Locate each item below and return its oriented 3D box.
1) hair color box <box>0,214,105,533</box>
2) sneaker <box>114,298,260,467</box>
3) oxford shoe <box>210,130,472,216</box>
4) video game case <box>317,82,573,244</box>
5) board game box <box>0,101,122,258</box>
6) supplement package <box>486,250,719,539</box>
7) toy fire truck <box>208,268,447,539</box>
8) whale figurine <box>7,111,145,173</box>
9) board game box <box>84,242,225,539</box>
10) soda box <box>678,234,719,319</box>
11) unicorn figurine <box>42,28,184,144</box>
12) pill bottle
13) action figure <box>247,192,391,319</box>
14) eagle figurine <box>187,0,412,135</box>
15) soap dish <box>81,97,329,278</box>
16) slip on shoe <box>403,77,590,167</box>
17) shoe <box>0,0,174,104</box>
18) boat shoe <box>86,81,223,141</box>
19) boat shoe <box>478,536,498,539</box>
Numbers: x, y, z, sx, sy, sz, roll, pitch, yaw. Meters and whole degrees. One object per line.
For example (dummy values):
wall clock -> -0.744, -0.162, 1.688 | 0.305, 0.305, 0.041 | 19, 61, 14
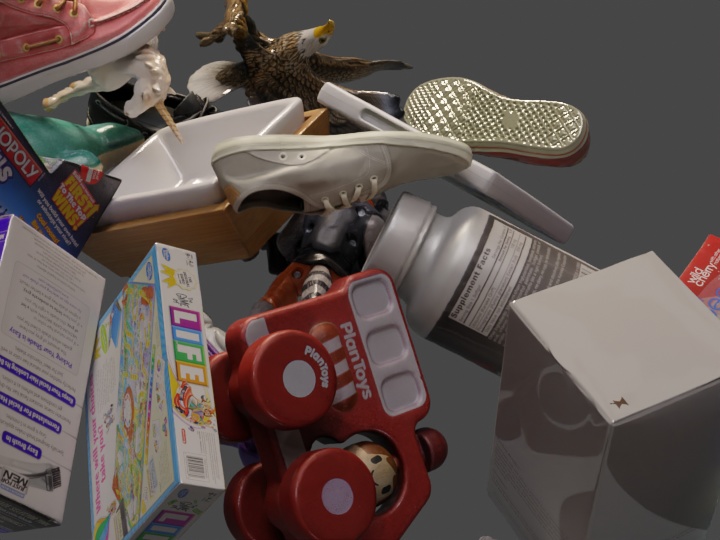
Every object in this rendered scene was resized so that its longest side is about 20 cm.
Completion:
hair color box -> -0.254, 0.075, 0.978 | 0.065, 0.109, 0.200 | -14, 56, 27
sneaker -> -0.132, 0.082, 1.050 | 0.200, 0.081, 0.083 | 30, 62, 32
oxford shoe -> -0.013, -0.071, 1.033 | 0.199, 0.075, 0.058 | -4, 75, -8
video game case -> 0.077, -0.090, 1.178 | 0.182, 0.200, 0.022 | 32, 95, 29
board game box -> -0.289, -0.044, 1.057 | 0.062, 0.200, 0.200 | 12, 52, 38
supplement package -> 0.173, 0.111, 0.931 | 0.120, 0.200, 0.121 | -19, 47, -20
toy fire truck -> -0.015, 0.110, 0.963 | 0.168, 0.112, 0.200 | -17, 87, -33
whale figurine -> -0.289, -0.103, 1.210 | 0.159, 0.104, 0.200 | -1, 23, 43
board game box -> -0.152, 0.099, 0.964 | 0.034, 0.134, 0.200 | 15, 46, -31
soda box -> 0.266, 0.059, 1.089 | 0.070, 0.064, 0.200 | 25, 47, 23
unicorn figurine -> -0.222, -0.182, 1.220 | 0.137, 0.074, 0.200 | -15, 39, 16
pill bottle -> 0.104, 0.019, 1.053 | 0.200, 0.111, 0.111 | 27, 45, -1
action figure -> 0.000, 0.000, 1.123 | 0.199, 0.105, 0.194 | 7, 52, 8
eagle figurine -> -0.055, -0.193, 1.324 | 0.152, 0.200, 0.151 | -59, 25, -9
soap dish -> -0.132, -0.067, 1.153 | 0.200, 0.081, 0.157 | -8, 31, 41
slip on shoe -> 0.130, -0.137, 1.306 | 0.200, 0.061, 0.074 | 14, 75, 30
shoe -> -0.259, -0.217, 1.150 | 0.200, 0.091, 0.072 | -27, 41, -10
boat shoe -> -0.172, -0.142, 1.293 | 0.199, 0.066, 0.075 | 20, 45, 19
boat shoe -> 0.061, 0.247, 0.875 | 0.068, 0.072, 0.200 | 21, 44, 18
